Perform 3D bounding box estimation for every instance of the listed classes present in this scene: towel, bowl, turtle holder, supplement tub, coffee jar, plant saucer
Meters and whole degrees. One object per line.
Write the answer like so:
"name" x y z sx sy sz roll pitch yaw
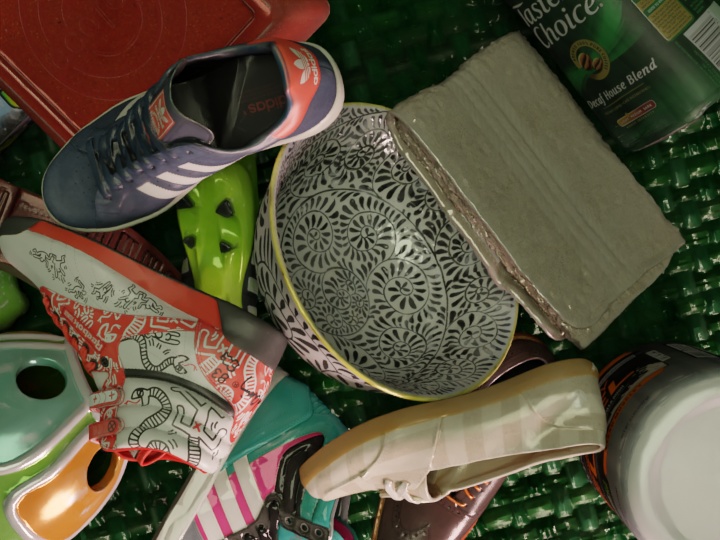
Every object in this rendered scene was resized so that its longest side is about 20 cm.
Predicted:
"towel" 0.120 -0.055 0.778 0.132 0.034 0.200 -37 90 -31
"bowl" 0.000 0.000 0.762 0.094 0.201 0.201 -30 91 46
"turtle holder" -0.228 0.100 0.778 0.131 0.186 0.141 -32 123 3
"supplement tub" 0.203 0.110 0.724 0.122 0.200 0.123 0 91 1
"coffee jar" 0.151 -0.180 0.747 0.085 0.104 0.200 -43 95 -24
"plant saucer" -0.156 -0.162 0.719 0.200 0.037 0.200 45 111 -7

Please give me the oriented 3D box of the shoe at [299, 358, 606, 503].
"shoe" 0.054 0.110 0.705 0.199 0.070 0.054 -22 67 18

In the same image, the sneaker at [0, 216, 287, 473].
"sneaker" -0.154 0.048 0.704 0.201 0.067 0.108 23 77 11

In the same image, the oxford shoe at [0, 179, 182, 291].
"oxford shoe" -0.208 -0.017 0.800 0.200 0.075 0.071 31 84 -20

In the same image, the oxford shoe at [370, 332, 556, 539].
"oxford shoe" 0.067 0.131 0.791 0.071 0.073 0.200 29 93 0

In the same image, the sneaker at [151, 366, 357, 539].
"sneaker" -0.064 0.178 0.795 0.120 0.084 0.200 30 91 10

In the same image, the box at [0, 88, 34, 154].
"box" -0.235 -0.161 0.771 0.200 0.035 0.110 -39 99 20

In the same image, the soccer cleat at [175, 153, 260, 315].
"soccer cleat" -0.092 0.009 0.785 0.067 0.081 0.201 14 122 10

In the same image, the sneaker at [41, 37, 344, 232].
"sneaker" -0.111 -0.082 0.668 0.199 0.084 0.075 -26 84 14
